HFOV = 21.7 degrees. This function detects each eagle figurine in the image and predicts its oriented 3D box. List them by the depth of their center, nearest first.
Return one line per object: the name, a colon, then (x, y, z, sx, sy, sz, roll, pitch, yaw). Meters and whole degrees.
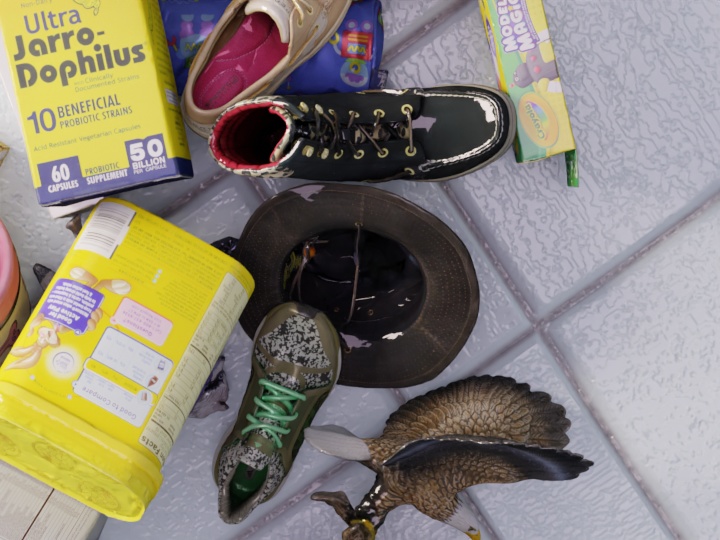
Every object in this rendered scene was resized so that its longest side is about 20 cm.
eagle figurine: (0.069, 0.153, 1.469, 0.199, 0.151, 0.152, -36, 56, 8)

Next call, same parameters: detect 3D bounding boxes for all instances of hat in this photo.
hat: (0.000, 0.000, 1.491, 0.198, 0.081, 0.203, 5, 118, 9)

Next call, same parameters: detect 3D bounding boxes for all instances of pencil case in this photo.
pencil case: (-0.076, -0.176, 1.494, 0.197, 0.078, 0.088, 2, 107, 1)

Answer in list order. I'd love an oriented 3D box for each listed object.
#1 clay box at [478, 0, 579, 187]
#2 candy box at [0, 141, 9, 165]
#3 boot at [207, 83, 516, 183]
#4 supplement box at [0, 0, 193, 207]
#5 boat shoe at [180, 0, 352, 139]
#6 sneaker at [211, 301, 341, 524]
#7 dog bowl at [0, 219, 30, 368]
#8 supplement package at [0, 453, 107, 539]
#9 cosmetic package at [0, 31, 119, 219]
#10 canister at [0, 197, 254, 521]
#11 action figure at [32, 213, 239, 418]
clay box: (0.128, -0.160, 1.470, 0.047, 0.115, 0.202, -12, 92, 3)
candy box: (-0.384, -0.041, 1.520, 0.116, 0.056, 0.201, 29, 95, -1)
boot: (0.001, -0.101, 1.405, 0.202, 0.153, 0.074, -3, 91, 29)
supplement box: (-0.201, -0.156, 1.402, 0.108, 0.110, 0.202, -12, 92, 1)
boat shoe: (-0.065, -0.186, 1.419, 0.073, 0.069, 0.201, 34, 86, 3)
sneaker: (-0.068, 0.120, 1.474, 0.076, 0.089, 0.202, 18, 117, -2)
dog bowl: (-0.343, 0.009, 1.401, 0.198, 0.074, 0.202, 8, 50, -10)
supplement package: (-0.310, 0.197, 1.447, 0.199, 0.148, 0.192, 28, 129, 0)
cosmetic package: (-0.251, -0.144, 1.498, 0.050, 0.083, 0.202, -20, 93, 0)
canister: (-0.180, 0.062, 1.391, 0.147, 0.087, 0.201, 28, 62, -3)
action figure: (-0.175, 0.040, 1.511, 0.193, 0.105, 0.201, 40, 79, -8)
